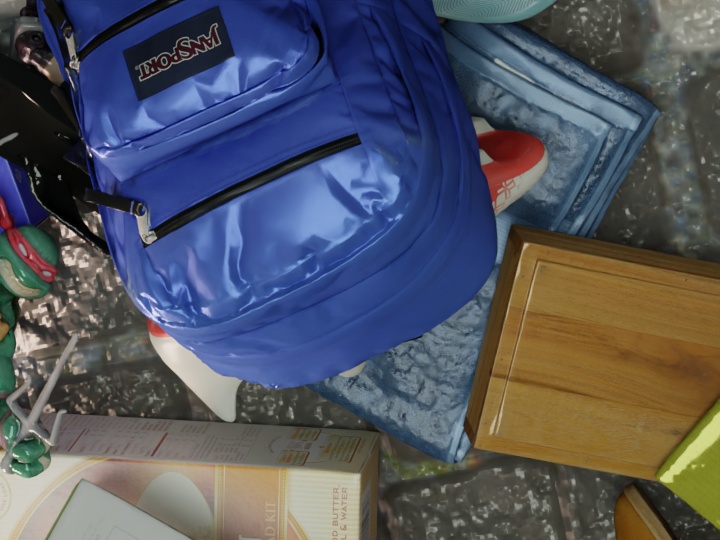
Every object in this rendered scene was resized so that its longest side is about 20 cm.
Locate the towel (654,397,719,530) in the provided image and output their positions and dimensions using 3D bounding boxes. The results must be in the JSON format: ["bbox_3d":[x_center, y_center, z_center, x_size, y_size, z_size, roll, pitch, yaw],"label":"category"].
[{"bbox_3d":[0.227,0.042,1.315,0.086,0.018,0.200,39,98,-10],"label":"towel"}]

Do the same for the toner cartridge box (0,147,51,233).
[{"bbox_3d":[-0.225,-0.102,1.373,0.095,0.043,0.201,-17,99,12],"label":"toner cartridge box"}]

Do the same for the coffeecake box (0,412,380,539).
[{"bbox_3d":[-0.095,0.153,1.394,0.199,0.073,0.154,3,103,8],"label":"coffeecake box"}]

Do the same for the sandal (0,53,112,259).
[{"bbox_3d":[-0.118,-0.036,1.338,0.200,0.045,0.075,28,143,-20],"label":"sandal"}]

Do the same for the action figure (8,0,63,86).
[{"bbox_3d":[-0.106,-0.141,1.340,0.130,0.069,0.201,-9,104,2],"label":"action figure"}]

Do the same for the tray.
[{"bbox_3d":[0.155,0.048,1.333,0.199,0.037,0.099,10,104,-11],"label":"tray"}]

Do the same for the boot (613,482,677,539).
[{"bbox_3d":[0.113,0.213,1.377,0.144,0.071,0.202,-24,104,5],"label":"boot"}]

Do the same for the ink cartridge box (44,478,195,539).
[{"bbox_3d":[-0.065,0.188,1.310,0.200,0.059,0.104,29,79,1],"label":"ink cartridge box"}]

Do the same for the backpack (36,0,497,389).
[{"bbox_3d":[-0.047,-0.059,1.205,0.162,0.168,0.201,-26,64,18],"label":"backpack"}]

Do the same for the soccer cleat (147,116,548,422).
[{"bbox_3d":[0.000,0.000,1.310,0.199,0.069,0.085,-25,111,10],"label":"soccer cleat"}]

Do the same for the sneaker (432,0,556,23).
[{"bbox_3d":[0.100,-0.184,1.299,0.200,0.131,0.080,-12,122,42],"label":"sneaker"}]

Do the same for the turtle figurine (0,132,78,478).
[{"bbox_3d":[-0.196,0.036,1.326,0.200,0.101,0.150,-42,94,4],"label":"turtle figurine"}]

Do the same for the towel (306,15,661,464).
[{"bbox_3d":[0.044,-0.017,1.353,0.111,0.049,0.200,29,104,2],"label":"towel"}]
